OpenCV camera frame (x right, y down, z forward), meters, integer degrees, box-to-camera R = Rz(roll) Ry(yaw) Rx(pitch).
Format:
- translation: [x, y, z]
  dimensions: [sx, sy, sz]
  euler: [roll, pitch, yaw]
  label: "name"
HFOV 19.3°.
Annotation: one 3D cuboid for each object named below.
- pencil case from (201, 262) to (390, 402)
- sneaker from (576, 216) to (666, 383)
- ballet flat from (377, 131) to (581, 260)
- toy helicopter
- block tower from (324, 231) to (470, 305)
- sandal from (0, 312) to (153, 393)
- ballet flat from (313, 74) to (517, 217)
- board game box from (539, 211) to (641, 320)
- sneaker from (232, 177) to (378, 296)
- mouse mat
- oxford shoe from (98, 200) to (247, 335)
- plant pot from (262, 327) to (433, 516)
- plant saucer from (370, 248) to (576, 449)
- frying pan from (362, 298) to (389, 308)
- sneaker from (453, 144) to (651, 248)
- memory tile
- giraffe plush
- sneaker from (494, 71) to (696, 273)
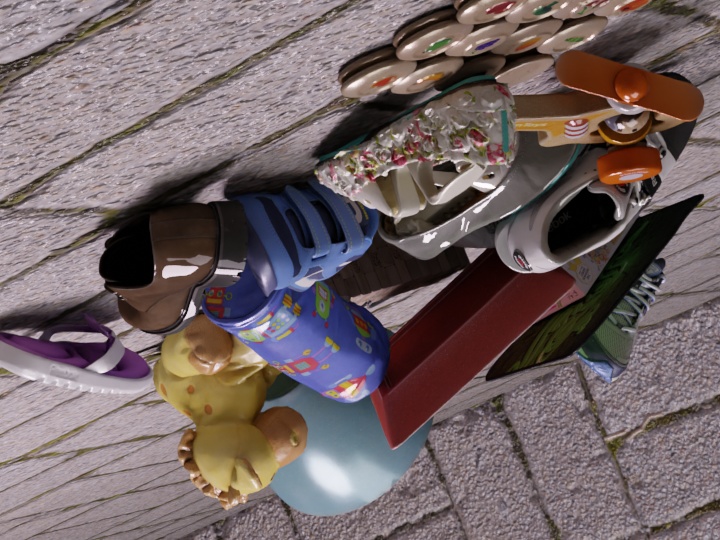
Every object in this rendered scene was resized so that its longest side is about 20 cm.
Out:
- translation: [-0.048, 0.036, 1.670]
  dimensions: [0.077, 0.088, 0.200]
  euler: [-9, 155, 26]
  label: "pencil case"
- translation: [0.224, 0.015, 1.858]
  dimensions: [0.085, 0.077, 0.201]
  euler: [-39, -156, 30]
  label: "sneaker"
- translation: [0.083, -0.066, 1.608]
  dimensions: [0.063, 0.068, 0.200]
  euler: [22, 143, -30]
  label: "ballet flat"
- translation: [0.148, -0.111, 1.467]
  dimensions: [0.198, 0.080, 0.132]
  euler: [-3, 170, -25]
  label: "toy helicopter"
- translation: [0.000, 0.000, 1.800]
  dimensions: [0.199, 0.058, 0.054]
  euler: [-19, 171, -25]
  label: "block tower"
- translation: [-0.217, 0.061, 1.654]
  dimensions: [0.050, 0.082, 0.202]
  euler: [-67, 159, 7]
  label: "sandal"
- translation: [0.033, -0.070, 1.390]
  dimensions: [0.075, 0.064, 0.200]
  euler: [-13, 174, -33]
  label: "ballet flat"
- translation: [0.185, -0.025, 1.865]
  dimensions: [0.134, 0.034, 0.200]
  euler: [-33, -166, 48]
  label: "board game box"
- translation: [-0.041, -0.030, 1.501]
  dimensions: [0.082, 0.074, 0.200]
  euler: [-25, 178, 12]
  label: "sneaker"
- translation: [0.195, 0.015, 1.772]
  dimensions: [0.200, 0.008, 0.161]
  euler: [-49, -169, -26]
  label: "mouse mat"
- translation: [-0.144, -0.005, 1.450]
  dimensions: [0.084, 0.073, 0.200]
  euler: [0, 161, -20]
  label: "oxford shoe"
- translation: [-0.045, 0.118, 2.059]
  dimensions: [0.199, 0.201, 0.135]
  euler: [-25, 136, 21]
  label: "plant pot"
- translation: [0.080, 0.049, 1.761]
  dimensions: [0.200, 0.037, 0.200]
  euler: [-42, -170, 3]
  label: "plant saucer"
- translation: [0.019, 0.018, 1.927]
  dimensions: [0.189, 0.031, 0.115]
  euler: [-33, 175, -1]
  label: "frying pan"
- translation: [0.152, -0.064, 1.777]
  dimensions: [0.198, 0.079, 0.099]
  euler: [-10, 176, -21]
  label: "sneaker"
- translation: [0.089, -0.145, 1.300]
  dimensions: [0.153, 0.017, 0.199]
  euler: [-29, 169, 38]
  label: "memory tile"
- translation: [-0.114, 0.127, 1.923]
  dimensions: [0.199, 0.163, 0.172]
  euler: [-24, 171, 10]
  label: "giraffe plush"
- translation: [0.195, -0.069, 1.594]
  dimensions: [0.200, 0.074, 0.088]
  euler: [-47, -164, -8]
  label: "sneaker"
